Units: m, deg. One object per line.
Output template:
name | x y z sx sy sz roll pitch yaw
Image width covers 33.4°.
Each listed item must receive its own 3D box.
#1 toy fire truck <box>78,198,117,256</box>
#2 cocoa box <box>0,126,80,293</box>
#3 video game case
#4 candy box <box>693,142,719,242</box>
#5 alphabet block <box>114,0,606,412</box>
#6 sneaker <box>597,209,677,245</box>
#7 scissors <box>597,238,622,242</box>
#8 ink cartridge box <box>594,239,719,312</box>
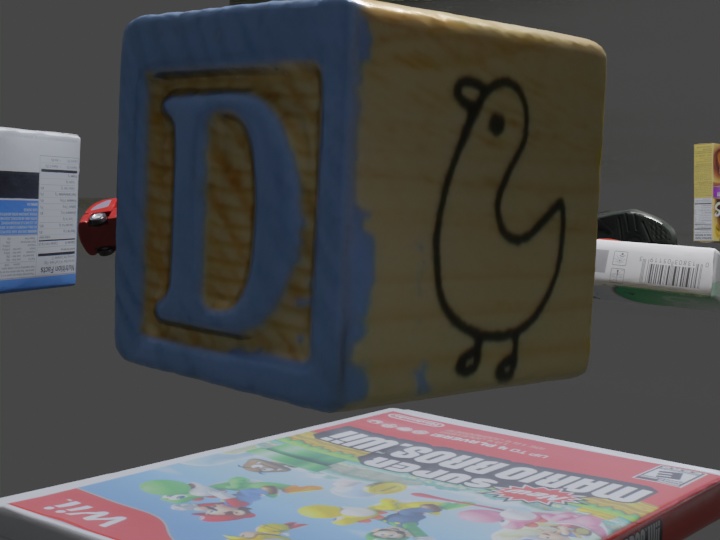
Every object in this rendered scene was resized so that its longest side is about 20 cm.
toy fire truck | -0.227 -0.079 1.436 0.197 0.049 0.141 -8 27 7
cocoa box | -0.351 -0.053 0.999 0.198 0.133 0.133 4 4 19
video game case | 0.010 0.073 0.367 0.142 0.018 0.199 7 6 36
candy box | 0.746 -0.159 2.484 0.116 0.203 0.056 -1 3 -35
alphabet block | -0.001 -0.038 0.665 0.199 0.198 0.195 -4 9 -44
sneaker | 0.396 -0.056 1.803 0.198 0.077 0.114 0 8 43
scissors | 0.280 -0.004 1.238 0.198 0.014 0.073 6 -36 -37
ink cartridge box | 0.286 0.019 1.138 0.160 0.051 0.199 6 -13 34
